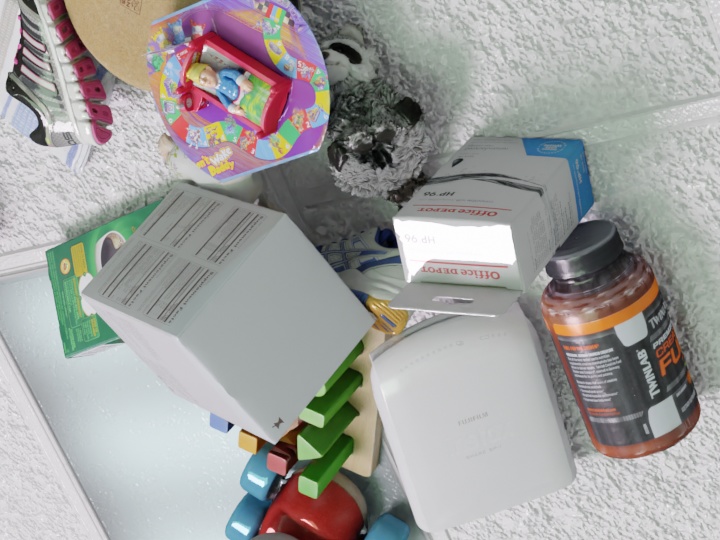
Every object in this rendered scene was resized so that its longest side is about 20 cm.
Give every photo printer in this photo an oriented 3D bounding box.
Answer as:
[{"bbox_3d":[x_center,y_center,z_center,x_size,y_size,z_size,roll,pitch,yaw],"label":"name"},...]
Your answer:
[{"bbox_3d":[0.103,0.132,1.708,0.165,0.070,0.202,-18,113,-1],"label":"photo printer"}]

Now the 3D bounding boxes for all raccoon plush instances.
[{"bbox_3d":[0.000,-0.125,1.650,0.201,0.096,0.135,79,167,-53],"label":"raccoon plush"}]

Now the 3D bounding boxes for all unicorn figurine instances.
[{"bbox_3d":[-0.120,-0.089,1.716,0.198,0.074,0.138,8,149,31],"label":"unicorn figurine"}]

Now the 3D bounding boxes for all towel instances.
[{"bbox_3d":[-0.342,-0.203,1.848,0.199,0.024,0.147,35,131,8],"label":"towel"}]

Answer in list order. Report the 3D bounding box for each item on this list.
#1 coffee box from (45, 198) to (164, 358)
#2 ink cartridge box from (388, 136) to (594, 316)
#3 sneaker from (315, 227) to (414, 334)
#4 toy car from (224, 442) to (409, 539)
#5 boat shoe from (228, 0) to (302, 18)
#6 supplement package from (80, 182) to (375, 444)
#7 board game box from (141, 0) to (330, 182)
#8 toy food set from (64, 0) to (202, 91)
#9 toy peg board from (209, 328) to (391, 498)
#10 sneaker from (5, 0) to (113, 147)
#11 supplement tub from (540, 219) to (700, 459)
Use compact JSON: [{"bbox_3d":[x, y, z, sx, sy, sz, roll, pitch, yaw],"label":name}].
[{"bbox_3d":[-0.242,0.010,1.876,0.199,0.044,0.124,-22,77,39],"label":"coffee box"},{"bbox_3d":[0.107,-0.041,1.548,0.115,0.200,0.068,3,121,30],"label":"ink cartridge box"},{"bbox_3d":[0.000,0.000,1.735,0.199,0.088,0.075,19,159,50],"label":"sneaker"},{"bbox_3d":[-0.082,0.318,1.900,0.183,0.200,0.178,31,135,12],"label":"toy car"},{"bbox_3d":[-0.092,-0.200,1.664,0.073,0.061,0.201,19,143,9],"label":"boat shoe"},{"bbox_3d":[-0.124,0.035,1.674,0.152,0.151,0.199,50,162,-31],"label":"supplement package"},{"bbox_3d":[-0.119,-0.159,1.593,0.199,0.039,0.159,-14,101,38],"label":"board game box"},{"bbox_3d":[-0.202,-0.263,1.699,0.196,0.049,0.202,16,124,26],"label":"toy food set"},{"bbox_3d":[-0.083,0.118,1.843,0.198,0.098,0.201,20,128,20],"label":"toy peg board"},{"bbox_3d":[-0.313,-0.208,1.765,0.087,0.074,0.202,-15,101,16],"label":"sneaker"},{"bbox_3d":[0.224,0.059,1.603,0.106,0.107,0.201,-8,115,35],"label":"supplement tub"}]
